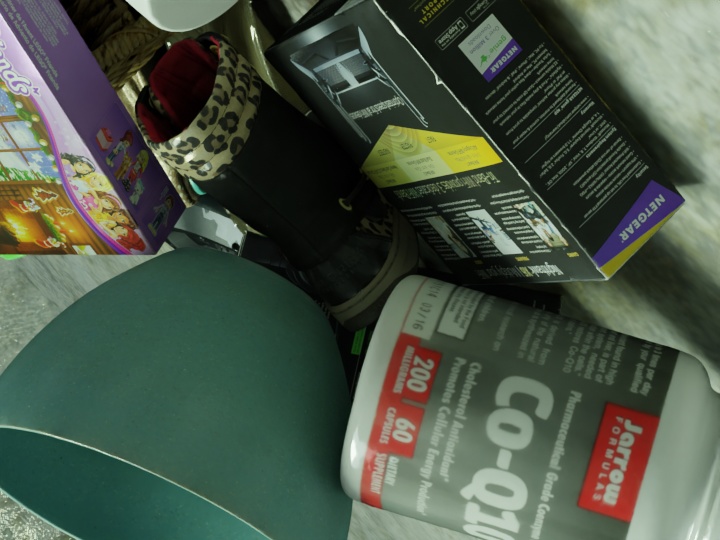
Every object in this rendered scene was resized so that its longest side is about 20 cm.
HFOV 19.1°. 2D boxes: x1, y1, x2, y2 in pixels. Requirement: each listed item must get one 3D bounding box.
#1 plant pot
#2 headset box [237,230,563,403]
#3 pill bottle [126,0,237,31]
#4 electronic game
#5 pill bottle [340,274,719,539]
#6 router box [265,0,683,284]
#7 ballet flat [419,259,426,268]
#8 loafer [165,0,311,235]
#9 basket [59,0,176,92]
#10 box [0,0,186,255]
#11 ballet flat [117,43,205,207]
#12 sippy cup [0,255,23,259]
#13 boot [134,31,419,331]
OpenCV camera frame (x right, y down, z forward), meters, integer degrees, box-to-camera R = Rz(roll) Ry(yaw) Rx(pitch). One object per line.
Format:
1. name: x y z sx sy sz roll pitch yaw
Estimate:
1. plant pot: -0.083 0.069 1.082 0.199 0.136 0.200 20 158 9
2. headset box: 0.009 0.065 1.245 0.198 0.093 0.174 11 160 7
3. pill bottle: -0.135 -0.209 1.040 0.200 0.120 0.120 42 167 22
4. electronic game: -0.062 -0.009 1.496 0.199 0.042 0.200 26 170 5
5. pill bottle: 0.100 0.081 1.016 0.198 0.115 0.114 16 161 9
6. router box: 0.045 -0.069 0.987 0.157 0.052 0.200 49 167 -10
7. ballet flat: 0.000 0.000 1.353 0.200 0.073 0.073 47 168 12
8. loafer: -0.065 -0.109 1.247 0.076 0.067 0.201 45 154 46
9. basket: -0.203 -0.179 1.159 0.201 0.142 0.149 57 138 3
10. box: -0.191 -0.090 1.082 0.136 0.039 0.201 0 135 36
11. ballet flat: -0.143 -0.130 1.267 0.071 0.065 0.202 -50 -51 -71
12. sippy cup: -0.201 -0.096 1.363 0.131 0.139 0.178 62 156 -11
13. boot: -0.045 -0.067 1.128 0.150 0.073 0.201 40 -159 -26
